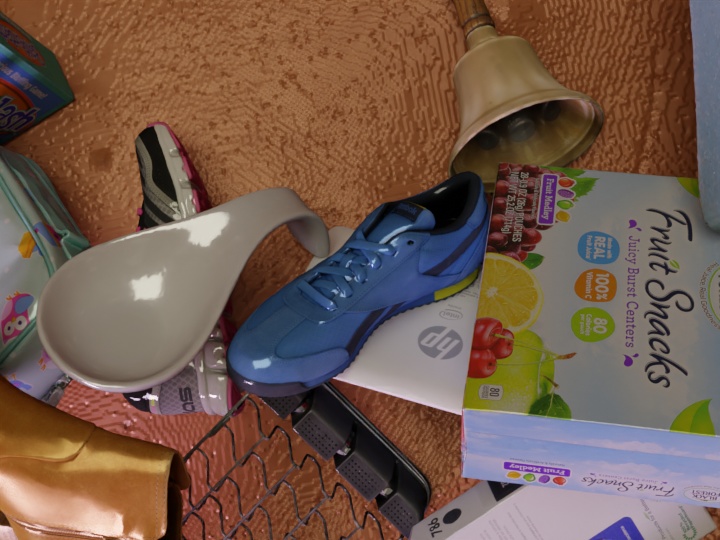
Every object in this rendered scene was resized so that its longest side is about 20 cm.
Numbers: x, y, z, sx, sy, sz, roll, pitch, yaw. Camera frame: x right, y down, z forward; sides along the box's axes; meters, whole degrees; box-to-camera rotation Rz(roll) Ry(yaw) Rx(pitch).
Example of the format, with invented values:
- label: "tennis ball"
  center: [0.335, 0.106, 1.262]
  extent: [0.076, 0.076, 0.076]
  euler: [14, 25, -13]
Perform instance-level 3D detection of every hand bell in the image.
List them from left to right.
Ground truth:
- label: "hand bell"
  center: [0.074, -0.163, 0.802]
  extent: [0.103, 0.104, 0.202]
  euler: [-22, 67, 6]

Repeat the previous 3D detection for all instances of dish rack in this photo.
- label: "dish rack"
  center: [-0.069, 0.165, 0.765]
  extent: [0.153, 0.055, 0.200]
  euler: [44, 97, -8]

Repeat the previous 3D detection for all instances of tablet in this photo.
- label: "tablet"
  center: [0.054, 0.035, 0.760]
  extent: [0.197, 0.014, 0.131]
  euler: [14, 43, 12]

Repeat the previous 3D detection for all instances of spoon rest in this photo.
- label: "spoon rest"
  center: [-0.099, 0.002, 0.727]
  extent: [0.199, 0.061, 0.099]
  euler: [-32, 64, -34]

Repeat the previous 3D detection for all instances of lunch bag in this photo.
- label: "lunch bag"
  center: [-0.246, 0.012, 0.795]
  extent: [0.160, 0.077, 0.200]
  euler: [-44, 56, 6]

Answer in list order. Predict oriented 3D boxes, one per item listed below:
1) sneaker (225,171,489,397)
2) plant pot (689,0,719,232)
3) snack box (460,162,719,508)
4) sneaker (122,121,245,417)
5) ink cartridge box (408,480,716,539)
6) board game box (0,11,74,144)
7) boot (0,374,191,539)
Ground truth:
- label: "sneaker"
  center: [0.000, 0.000, 0.728]
  extent: [0.199, 0.079, 0.066]
  euler: [-30, 54, -31]
- label: "plant pot"
  center: [0.315, -0.129, 0.647]
  extent: [0.193, 0.200, 0.200]
  euler: [3, 81, -23]
- label: "snack box"
  center: [0.150, 0.030, 0.704]
  extent: [0.166, 0.068, 0.202]
  euler: [6, 47, 10]
- label: "sneaker"
  center: [-0.135, 0.004, 0.807]
  extent: [0.086, 0.074, 0.203]
  euler: [-12, 85, 2]
- label: "ink cartridge box"
  center: [0.106, 0.166, 0.739]
  extent: [0.199, 0.039, 0.100]
  euler: [-33, 111, 2]
- label: "board game box"
  center: [-0.309, -0.103, 0.814]
  extent: [0.198, 0.152, 0.045]
  euler: [-31, 76, 5]
- label: "boot"
  center: [-0.170, 0.091, 0.677]
  extent: [0.142, 0.071, 0.203]
  euler: [2, 124, 14]
